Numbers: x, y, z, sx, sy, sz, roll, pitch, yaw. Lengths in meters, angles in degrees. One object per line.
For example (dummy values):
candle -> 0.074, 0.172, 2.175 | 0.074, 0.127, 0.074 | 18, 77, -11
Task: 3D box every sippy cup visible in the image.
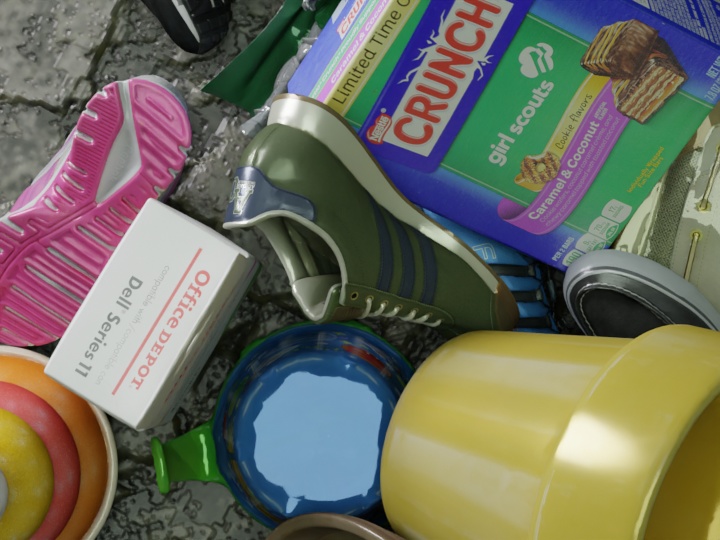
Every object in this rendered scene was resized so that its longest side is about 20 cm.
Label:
sippy cup -> -0.023, 0.095, 1.324 | 0.140, 0.130, 0.178 | 44, 89, 2

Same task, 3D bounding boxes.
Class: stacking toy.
stacking toy -> -0.219, 0.119, 1.285 | 0.146, 0.200, 0.146 | 0, 91, 0

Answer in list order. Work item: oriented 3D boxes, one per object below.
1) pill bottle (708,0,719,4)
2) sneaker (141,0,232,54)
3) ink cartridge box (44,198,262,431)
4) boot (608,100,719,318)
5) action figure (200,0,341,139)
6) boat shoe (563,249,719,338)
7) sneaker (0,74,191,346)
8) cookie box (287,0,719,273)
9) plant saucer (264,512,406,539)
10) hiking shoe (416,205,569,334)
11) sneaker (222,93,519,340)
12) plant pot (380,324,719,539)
pill bottle -> 0.228, -0.262, 1.346 | 0.113, 0.113, 0.200 | 39, 89, 1
sneaker -> -0.153, -0.214, 1.378 | 0.088, 0.076, 0.200 | -25, 96, 28
ink cartridge box -> -0.116, 0.025, 1.291 | 0.067, 0.200, 0.117 | 31, 88, 1
boot -> 0.241, -0.040, 1.358 | 0.155, 0.072, 0.200 | 23, 95, 2
action figure -> 0.003, -0.153, 1.340 | 0.118, 0.055, 0.200 | 29, 111, -10
boat shoe -> 0.191, 0.073, 1.330 | 0.070, 0.066, 0.200 | -31, 111, 30
sneaker -> -0.159, -0.036, 1.356 | 0.081, 0.088, 0.200 | 41, 110, -4
cookie box -> 0.086, -0.111, 1.294 | 0.200, 0.075, 0.171 | 24, 119, -20
plant saucer -> 0.014, 0.222, 1.253 | 0.029, 0.200, 0.200 | -25, 87, -39
hiking shoe -> 0.092, 0.023, 1.354 | 0.200, 0.074, 0.087 | 40, 89, 1
sneaker -> 0.000, 0.000, 1.255 | 0.200, 0.067, 0.090 | 45, 61, -27
plant pot -> 0.122, 0.117, 1.218 | 0.189, 0.201, 0.201 | 17, 87, 39
